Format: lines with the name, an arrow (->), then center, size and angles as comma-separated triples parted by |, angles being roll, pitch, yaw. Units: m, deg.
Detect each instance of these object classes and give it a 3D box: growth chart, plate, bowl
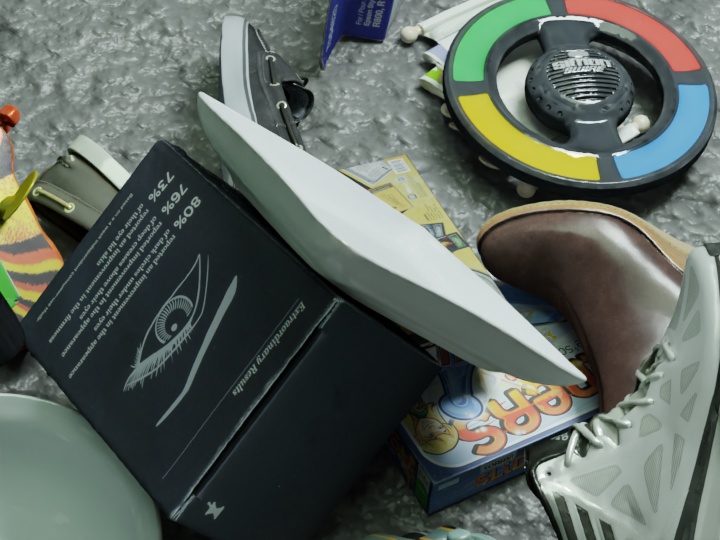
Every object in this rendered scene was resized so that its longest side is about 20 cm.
growth chart -> 0.117, -0.141, 1.279 | 0.144, 0.018, 0.200 | -22, 55, -20
plate -> 0.008, -0.010, 0.960 | 0.032, 0.200, 0.200 | -54, 39, 9
bowl -> -0.207, 0.173, 0.940 | 0.200, 0.091, 0.202 | 2, 50, -3

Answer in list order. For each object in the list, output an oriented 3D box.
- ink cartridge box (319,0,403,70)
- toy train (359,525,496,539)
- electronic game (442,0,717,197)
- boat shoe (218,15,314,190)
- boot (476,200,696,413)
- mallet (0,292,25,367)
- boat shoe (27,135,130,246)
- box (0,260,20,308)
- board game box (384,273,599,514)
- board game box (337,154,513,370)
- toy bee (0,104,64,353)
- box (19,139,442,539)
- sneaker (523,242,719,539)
ink cartridge box -> 0.031, -0.273, 1.265 | 0.040, 0.200, 0.200 | 20, 51, 5
toy train -> -0.002, 0.192, 0.918 | 0.114, 0.086, 0.200 | 6, 20, 43
electronic game -> 0.158, -0.131, 1.237 | 0.199, 0.042, 0.200 | 3, 51, -3
boat shoe -> -0.065, -0.116, 1.194 | 0.066, 0.070, 0.200 | 1, 32, -8
boot -> 0.156, 0.043, 1.036 | 0.199, 0.072, 0.167 | 13, 46, 6
mallet -> -0.258, 0.070, 0.917 | 0.041, 0.066, 0.200 | 4, 39, 36
boat shoe -> -0.138, -0.004, 1.112 | 0.060, 0.072, 0.202 | -42, 68, -12
box -> -0.336, 0.030, 1.001 | 0.176, 0.097, 0.200 | 9, 41, 42
board game box -> 0.097, 0.060, 1.095 | 0.199, 0.035, 0.135 | -21, 54, -21
board game box -> 0.000, 0.000, 1.100 | 0.135, 0.035, 0.200 | -13, 35, -12
toy bee -> -0.241, -0.053, 1.087 | 0.131, 0.200, 0.109 | 5, 38, 46
box -> -0.078, 0.044, 0.963 | 0.148, 0.104, 0.200 | -52, 47, 4
sneaker -> 0.150, 0.080, 0.941 | 0.115, 0.076, 0.201 | 6, 85, 6
